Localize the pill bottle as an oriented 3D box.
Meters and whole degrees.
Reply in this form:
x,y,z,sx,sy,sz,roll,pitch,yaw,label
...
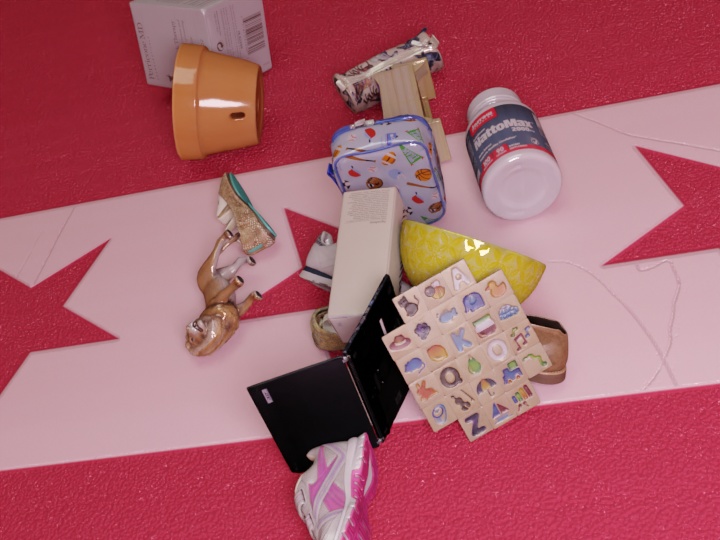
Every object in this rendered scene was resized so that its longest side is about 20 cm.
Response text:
x,y,z,sx,sy,sz,roll,pitch,yaw,label
0.220,-0.182,1.490,0.118,0.120,0.201,-16,42,5,pill bottle

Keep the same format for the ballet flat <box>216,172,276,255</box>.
x,y,z,sx,sy,sz,roll,pitch,yaw,label
-0.199,-0.091,1.606,0.065,0.071,0.200,-39,40,1,ballet flat

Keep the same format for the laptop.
x,y,z,sx,sy,sz,roll,pitch,yaw,label
-0.024,0.130,1.223,0.102,0.179,0.201,9,50,28,laptop

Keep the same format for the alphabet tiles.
x,y,z,sx,sy,sz,roll,pitch,yaw,label
0.128,0.097,1.195,0.165,0.202,0.006,-29,8,2,alphabet tiles

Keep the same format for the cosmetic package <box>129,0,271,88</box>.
x,y,z,sx,sy,sz,roll,pitch,yaw,label
-0.303,-0.451,1.914,0.198,0.170,0.166,14,37,33,cosmetic package

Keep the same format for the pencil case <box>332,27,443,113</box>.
x,y,z,sx,sy,sz,roll,pitch,yaw,label
0.048,-0.349,1.751,0.198,0.090,0.078,-28,66,-8,pencil case

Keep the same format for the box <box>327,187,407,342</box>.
x,y,z,sx,sy,sz,roll,pitch,yaw,label
0.012,-0.009,1.320,0.081,0.069,0.202,-3,57,18,box

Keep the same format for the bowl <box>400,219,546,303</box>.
x,y,z,sx,sy,sz,roll,pitch,yaw,label
0.133,0.014,1.307,0.198,0.199,0.109,19,91,35,bowl

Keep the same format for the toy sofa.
x,y,z,sx,sy,sz,roll,pitch,yaw,label
0.084,-0.257,1.648,0.096,0.083,0.202,-15,43,7,toy sofa

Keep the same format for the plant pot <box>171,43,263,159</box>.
x,y,z,sx,sy,sz,roll,pitch,yaw,label
-0.245,-0.294,1.753,0.138,0.202,0.202,2,44,0,plant pot

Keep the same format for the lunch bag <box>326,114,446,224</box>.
x,y,z,sx,sy,sz,roll,pitch,yaw,label
0.038,-0.140,1.459,0.158,0.201,0.076,-10,51,11,lunch bag

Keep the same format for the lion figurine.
x,y,z,sx,sy,sz,roll,pitch,yaw,label
-0.211,0.034,1.475,0.122,0.072,0.201,-42,30,19,lion figurine

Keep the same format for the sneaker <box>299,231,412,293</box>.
x,y,z,sx,sy,sz,roll,pitch,yaw,label
0.000,0.000,1.402,0.198,0.076,0.081,18,80,35,sneaker

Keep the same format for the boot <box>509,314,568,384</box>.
x,y,z,sx,sy,sz,roll,pitch,yaw,label
0.161,0.082,1.242,0.197,0.077,0.074,8,26,11,boot

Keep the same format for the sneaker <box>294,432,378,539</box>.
x,y,z,sx,sy,sz,roll,pitch,yaw,label
-0.035,0.280,1.153,0.087,0.082,0.201,-8,36,16,sneaker

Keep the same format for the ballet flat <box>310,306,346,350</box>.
x,y,z,sx,sy,sz,roll,pitch,yaw,label
0.023,0.074,1.345,0.197,0.071,0.071,-3,45,19,ballet flat
